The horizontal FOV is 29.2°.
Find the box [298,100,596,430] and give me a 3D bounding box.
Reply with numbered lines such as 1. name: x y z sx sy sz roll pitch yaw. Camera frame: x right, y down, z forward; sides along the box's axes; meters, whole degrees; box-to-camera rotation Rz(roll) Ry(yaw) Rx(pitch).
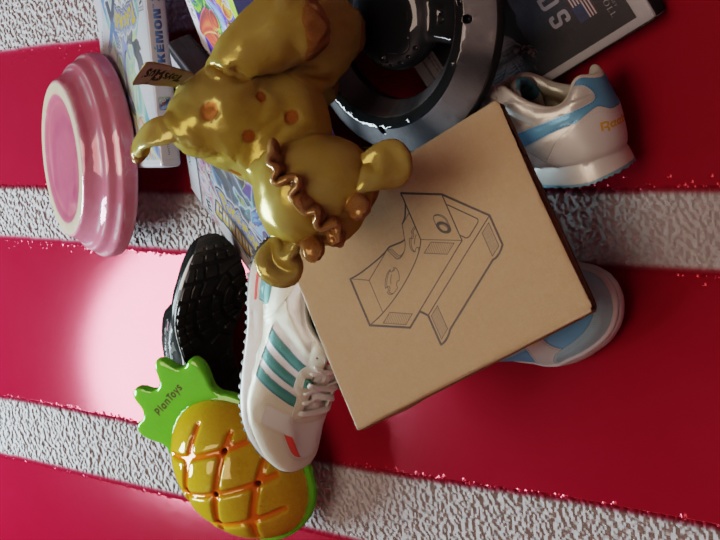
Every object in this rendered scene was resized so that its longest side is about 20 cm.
1. box: 0.050 -0.001 0.994 0.199 0.021 0.165 -29 76 22

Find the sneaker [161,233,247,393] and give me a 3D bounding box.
1. sneaker: -0.162 0.044 1.302 0.087 0.075 0.202 41 136 41

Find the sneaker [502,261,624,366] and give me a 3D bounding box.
1. sneaker: 0.091 0.045 1.040 0.199 0.130 0.081 -15 86 43

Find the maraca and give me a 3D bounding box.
1. maraca: -0.124 0.164 1.264 0.200 0.107 0.137 43 120 2

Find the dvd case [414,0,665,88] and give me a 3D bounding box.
1. dvd case: 0.106 -0.206 1.021 0.199 0.025 0.151 -29 98 43

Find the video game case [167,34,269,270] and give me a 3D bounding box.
1. video game case: -0.105 -0.077 1.201 0.200 0.025 0.182 52 157 34

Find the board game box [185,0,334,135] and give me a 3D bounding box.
1. board game box: -0.082 -0.162 1.143 0.134 0.044 0.202 30 143 62

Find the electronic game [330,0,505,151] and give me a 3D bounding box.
1. electronic game: 0.028 -0.189 1.024 0.199 0.041 0.203 14 109 44

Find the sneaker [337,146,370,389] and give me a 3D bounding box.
1. sneaker: 0.000 0.000 1.145 0.074 0.090 0.203 1 98 43

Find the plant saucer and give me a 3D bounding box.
1. plant saucer: -0.273 -0.113 1.368 0.200 0.050 0.203 25 119 59

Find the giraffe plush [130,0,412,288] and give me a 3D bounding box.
1. giraffe plush: -0.045 -0.087 0.963 0.162 0.199 0.173 48 127 14

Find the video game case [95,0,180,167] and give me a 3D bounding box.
1. video game case: -0.214 -0.190 1.309 0.200 0.022 0.185 -171 75 -66

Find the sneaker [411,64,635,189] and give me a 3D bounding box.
1. sneaker: 0.106 -0.102 1.031 0.198 0.076 0.082 -6 108 35

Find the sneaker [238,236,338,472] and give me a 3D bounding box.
1. sneaker: -0.041 0.074 1.091 0.093 0.070 0.202 17 111 43
